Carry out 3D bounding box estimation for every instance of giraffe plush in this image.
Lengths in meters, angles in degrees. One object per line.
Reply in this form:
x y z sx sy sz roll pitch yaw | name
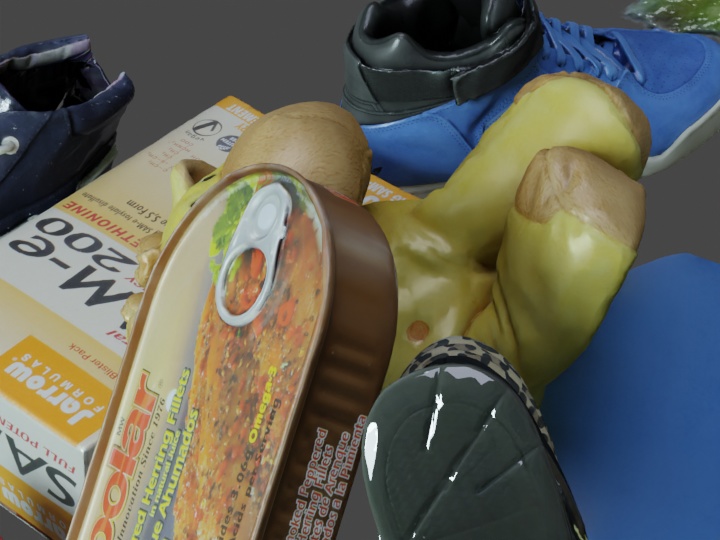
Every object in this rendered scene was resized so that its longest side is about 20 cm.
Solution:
0.000 0.000 1.026 0.161 0.201 0.173 22 4 -6 | giraffe plush

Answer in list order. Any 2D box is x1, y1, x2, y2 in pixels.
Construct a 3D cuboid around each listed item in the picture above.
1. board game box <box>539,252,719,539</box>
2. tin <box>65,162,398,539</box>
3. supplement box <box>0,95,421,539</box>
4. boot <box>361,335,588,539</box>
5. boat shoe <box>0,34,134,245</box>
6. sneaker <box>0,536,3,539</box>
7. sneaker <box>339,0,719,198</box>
0.163 0.079 1.067 0.199 0.039 0.158 19 49 1 | board game box
-0.047 0.064 0.910 0.042 0.201 0.112 21 -5 -39 | tin
-0.078 0.021 1.124 0.126 0.074 0.200 29 49 33 | supplement box
0.050 0.120 0.890 0.073 0.205 0.154 -14 5 4 | boot
-0.178 -0.035 1.123 0.075 0.093 0.200 41 45 19 | boat shoe
-0.095 0.153 0.982 0.115 0.079 0.201 -8 52 -21 | sneaker
0.083 -0.097 1.230 0.199 0.112 0.077 -14 41 -15 | sneaker
